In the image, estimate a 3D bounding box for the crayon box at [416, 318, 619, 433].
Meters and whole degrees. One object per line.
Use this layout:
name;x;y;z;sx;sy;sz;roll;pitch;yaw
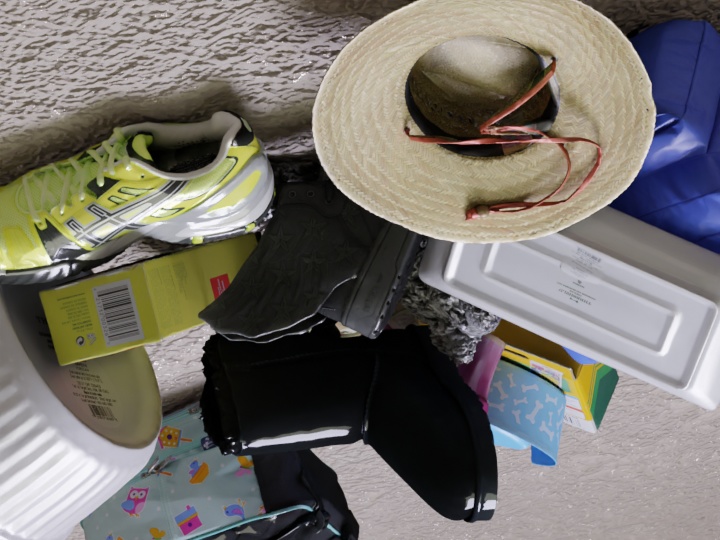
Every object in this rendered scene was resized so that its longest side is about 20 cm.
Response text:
crayon box;0.116;0.054;1.718;0.126;0.052;0.200;21;169;15

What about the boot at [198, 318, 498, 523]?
boot;-0.012;0.095;1.497;0.162;0.198;0.073;-2;122;-15

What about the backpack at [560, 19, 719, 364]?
backpack;0.175;-0.051;1.452;0.200;0.163;0.168;-28;115;39

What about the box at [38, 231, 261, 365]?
box;-0.122;0.015;1.469;0.075;0.050;0.200;-14;-179;18

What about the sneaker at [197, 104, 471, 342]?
sneaker;-0.010;-0.038;1.426;0.104;0.200;0.060;23;175;9

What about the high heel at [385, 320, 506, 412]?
high heel;0.014;0.079;1.655;0.200;0.096;0.067;12;163;41

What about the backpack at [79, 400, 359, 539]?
backpack;-0.123;0.194;1.863;0.200;0.153;0.176;-28;154;7

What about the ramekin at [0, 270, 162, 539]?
ramekin;-0.211;0.067;1.453;0.105;0.200;0.200;-32;154;17

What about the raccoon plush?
raccoon plush;0.000;0.000;1.494;0.200;0.134;0.097;-13;158;-5

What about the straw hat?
straw hat;0.066;-0.111;1.327;0.201;0.085;0.201;-3;137;-2

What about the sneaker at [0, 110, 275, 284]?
sneaker;-0.152;-0.051;1.384;0.200;0.075;0.076;-16;141;-9

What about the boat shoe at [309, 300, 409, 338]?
boat shoe;0.026;0.006;1.598;0.200;0.073;0.063;-28;126;15

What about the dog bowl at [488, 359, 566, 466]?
dog bowl;0.073;0.093;1.729;0.111;0.050;0.200;30;167;-30

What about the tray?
tray;0.132;0.009;1.394;0.022;0.200;0.108;-51;162;-51
